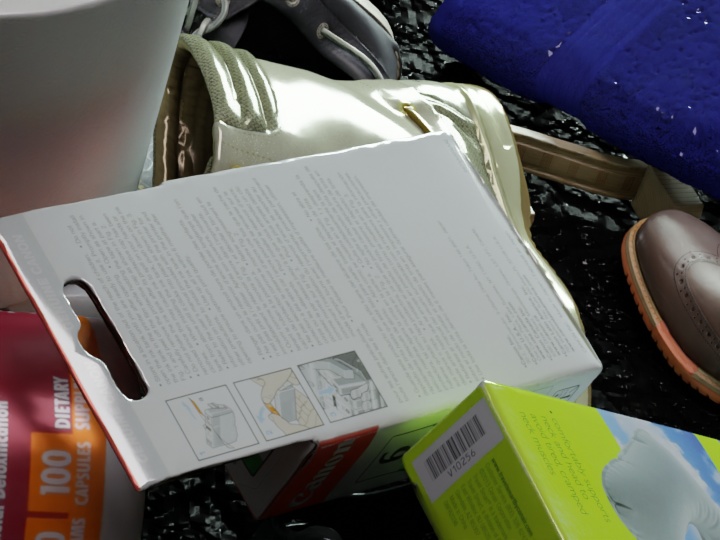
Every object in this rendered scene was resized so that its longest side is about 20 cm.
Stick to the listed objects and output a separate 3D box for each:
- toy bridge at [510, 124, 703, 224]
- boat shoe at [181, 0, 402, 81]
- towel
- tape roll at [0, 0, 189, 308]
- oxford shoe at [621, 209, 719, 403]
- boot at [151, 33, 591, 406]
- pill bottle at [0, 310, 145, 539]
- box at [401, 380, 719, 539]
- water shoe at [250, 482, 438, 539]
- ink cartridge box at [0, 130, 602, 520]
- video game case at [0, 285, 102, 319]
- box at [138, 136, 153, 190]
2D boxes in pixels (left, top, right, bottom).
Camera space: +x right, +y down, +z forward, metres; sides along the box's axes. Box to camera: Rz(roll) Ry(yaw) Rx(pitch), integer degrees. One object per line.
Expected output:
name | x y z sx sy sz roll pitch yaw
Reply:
toy bridge | 0.055 -0.038 1.060 0.200 0.027 0.067 -2 44 -25
boat shoe | -0.058 -0.116 1.027 0.200 0.073 0.063 30 31 -34
towel | 0.149 -0.110 1.116 0.200 0.050 0.148 32 67 36
tape roll | -0.162 -0.101 0.843 0.202 0.139 0.203 11 43 -10
oxford shoe | 0.186 0.031 0.998 0.071 0.073 0.200 -18 52 -36
boot | 0.000 0.000 0.923 0.154 0.072 0.200 10 50 -33
pill bottle | -0.177 0.066 0.778 0.200 0.113 0.113 3 42 -18
box | 0.113 0.111 0.805 0.200 0.048 0.122 16 38 -46
water shoe | 0.057 0.113 0.846 0.200 0.079 0.072 3 42 -20
ink cartridge box | -0.025 0.021 0.804 0.200 0.050 0.109 -13 61 -39
video game case | -0.190 -0.053 0.904 0.182 0.023 0.200 1 45 -21
box | -0.168 -0.069 0.985 0.157 0.050 0.200 -8 47 -30
